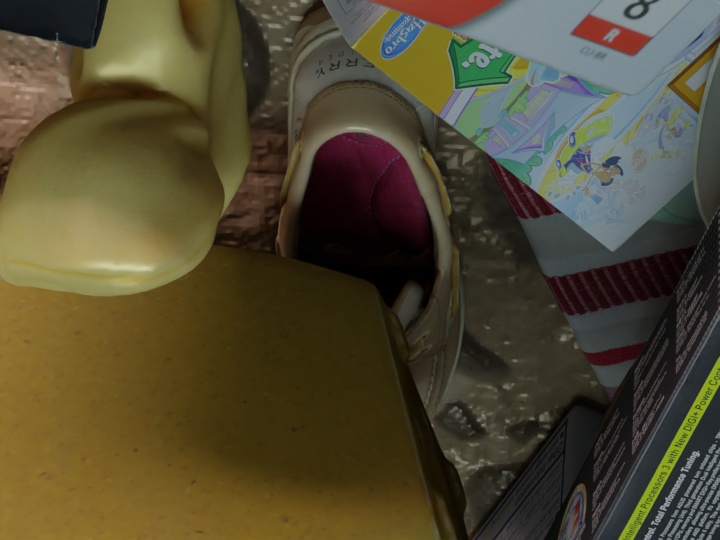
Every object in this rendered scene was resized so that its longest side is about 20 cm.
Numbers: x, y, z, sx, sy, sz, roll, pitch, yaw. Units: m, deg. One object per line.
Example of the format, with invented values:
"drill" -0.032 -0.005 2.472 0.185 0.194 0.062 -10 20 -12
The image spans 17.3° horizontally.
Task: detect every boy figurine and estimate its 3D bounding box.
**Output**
"boy figurine" -0.064 -0.061 0.716 0.064 0.201 0.125 1 137 6

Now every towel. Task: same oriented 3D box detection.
"towel" 0.132 -0.019 0.857 0.143 0.023 0.200 -14 130 20

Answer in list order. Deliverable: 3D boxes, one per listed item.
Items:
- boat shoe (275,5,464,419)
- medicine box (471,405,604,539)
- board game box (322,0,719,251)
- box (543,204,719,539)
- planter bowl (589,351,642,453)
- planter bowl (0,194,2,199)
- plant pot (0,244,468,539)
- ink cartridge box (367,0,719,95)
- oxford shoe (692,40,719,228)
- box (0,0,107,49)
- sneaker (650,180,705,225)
"boat shoe" 0.000 0.000 0.856 0.073 0.069 0.201 0 134 7
"medicine box" 0.084 0.194 0.942 0.102 0.201 0.182 21 133 -13
"board game box" 0.103 -0.110 0.688 0.200 0.034 0.134 -44 132 15
"box" 0.149 0.078 0.715 0.159 0.044 0.201 15 134 -5
"planter bowl" 0.172 0.067 0.824 0.199 0.135 0.201 5 134 5
"planter bowl" -0.170 0.022 0.880 0.199 0.084 0.201 -3 135 -3
"plant pot" -0.062 0.106 0.793 0.199 0.196 0.195 -19 134 3
"ink cartridge box" 0.071 -0.134 0.559 0.162 0.050 0.200 15 137 -39
"oxford shoe" 0.141 -0.062 0.650 0.075 0.058 0.200 31 139 2
"box" -0.117 -0.161 0.624 0.140 0.201 0.079 13 134 -7
"sneaker" 0.180 -0.029 0.745 0.199 0.119 0.074 -9 130 1
